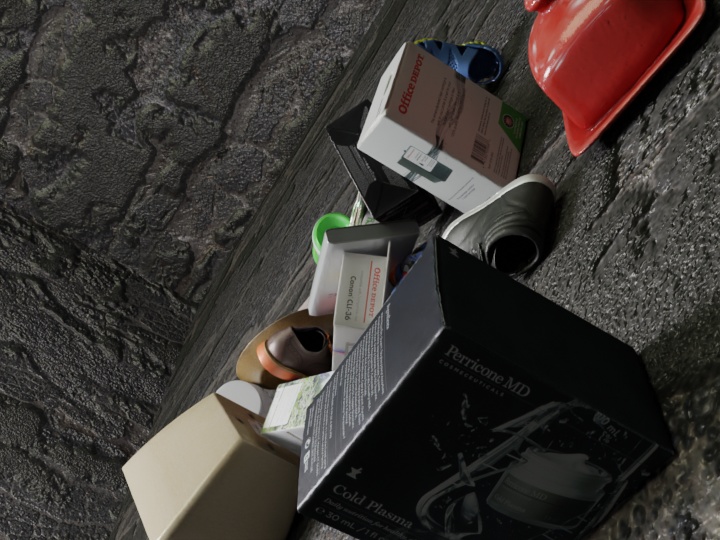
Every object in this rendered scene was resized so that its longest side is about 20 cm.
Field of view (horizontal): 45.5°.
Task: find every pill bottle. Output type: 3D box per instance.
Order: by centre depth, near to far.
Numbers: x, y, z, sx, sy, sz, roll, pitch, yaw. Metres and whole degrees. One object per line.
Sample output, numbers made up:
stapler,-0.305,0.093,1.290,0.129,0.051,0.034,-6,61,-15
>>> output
pill bottle,-0.191,0.253,1.425,0.201,0.110,0.113,87,-157,-63

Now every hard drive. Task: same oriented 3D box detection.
hard drive,0.000,0.000,1.224,0.201,0.130,0.027,108,151,-57

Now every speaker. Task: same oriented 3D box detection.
speaker,-0.049,-0.050,1.602,0.089,0.087,0.200,-64,-1,-9

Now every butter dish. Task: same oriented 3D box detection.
butter dish,0.241,-0.263,0.914,0.201,0.146,0.201,-52,16,35

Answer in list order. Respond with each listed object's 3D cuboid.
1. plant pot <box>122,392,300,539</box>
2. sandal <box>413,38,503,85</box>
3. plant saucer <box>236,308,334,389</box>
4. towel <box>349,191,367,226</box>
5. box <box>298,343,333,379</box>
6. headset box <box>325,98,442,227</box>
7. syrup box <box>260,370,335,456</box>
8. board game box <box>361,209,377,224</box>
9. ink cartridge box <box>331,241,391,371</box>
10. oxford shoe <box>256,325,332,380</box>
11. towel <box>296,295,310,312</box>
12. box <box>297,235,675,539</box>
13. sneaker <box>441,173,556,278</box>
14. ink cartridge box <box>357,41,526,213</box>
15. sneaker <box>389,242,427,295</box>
plant pot,-0.195,0.301,1.241,0.178,0.199,0.200,-54,36,2
sandal,0.148,-0.325,1.353,0.087,0.197,0.081,36,135,55
plant saucer,-0.110,0.141,1.430,0.201,0.198,0.036,-54,56,31
towel,0.008,-0.108,1.453,0.153,0.023,0.203,-54,-23,-62
box,-0.083,0.231,1.365,0.157,0.041,0.201,-55,15,27
headset box,0.040,-0.139,1.230,0.077,0.150,0.200,-30,-12,10
syrup box,-0.044,0.191,1.145,0.199,0.081,0.080,-21,42,50
board game box,0.022,-0.056,1.441,0.127,0.034,0.202,91,-163,-61
ink cartridge box,0.000,0.057,1.158,0.201,0.066,0.118,97,180,-56
oxford shoe,-0.060,0.125,1.242,0.072,0.199,0.072,-42,59,19
towel,-0.081,0.076,1.591,0.192,0.032,0.200,-51,11,-15
box,0.085,0.117,0.647,0.198,0.198,0.125,-55,17,27
sneaker,0.139,-0.019,0.972,0.200,0.070,0.100,-43,18,43
ink cartridge box,0.109,-0.182,1.123,0.083,0.198,0.148,-42,23,51
sneaker,0.084,0.012,1.118,0.079,0.075,0.200,-55,17,12
